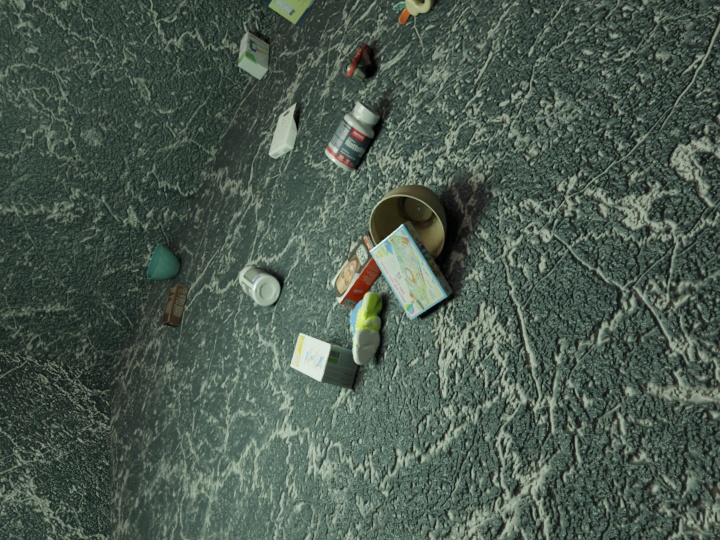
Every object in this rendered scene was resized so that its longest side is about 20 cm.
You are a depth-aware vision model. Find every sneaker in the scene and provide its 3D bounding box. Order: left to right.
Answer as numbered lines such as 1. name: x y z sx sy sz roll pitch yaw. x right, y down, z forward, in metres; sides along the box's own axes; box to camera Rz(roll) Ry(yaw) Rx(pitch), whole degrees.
1. sneaker: 0.011 -0.743 2.125 0.071 0.096 0.203 -51 12 45
2. sneaker: 0.009 0.164 1.623 0.105 0.074 0.206 -30 40 60

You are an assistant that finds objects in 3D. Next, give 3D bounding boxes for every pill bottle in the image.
1. pill bottle: -0.385 0.052 2.227 0.199 0.112 0.117 26 94 58
2. pill bottle: -0.022 -0.447 1.958 0.203 0.117 0.120 -57 34 19

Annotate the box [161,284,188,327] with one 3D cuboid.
1. box: -0.959 0.183 3.057 0.099 0.074 0.207 -14 59 52

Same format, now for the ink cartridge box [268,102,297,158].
1. ink cartridge box: -0.325 -0.608 2.579 0.159 0.049 0.206 -13 58 53

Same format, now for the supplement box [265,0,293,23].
1. supplement box: -0.327 -1.342 2.848 0.199 0.196 0.138 -35 45 40

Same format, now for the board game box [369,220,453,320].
1. board game box: 0.122 0.002 1.452 0.133 0.034 0.203 -35 85 40

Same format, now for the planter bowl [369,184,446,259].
1. planter bowl: 0.133 -0.134 1.503 0.199 0.200 0.136 -37 15 39

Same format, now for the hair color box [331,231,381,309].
1. hair color box: 0.000 0.000 1.725 0.202 0.060 0.103 -55 36 23

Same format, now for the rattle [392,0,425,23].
1. rattle: 0.198 -0.919 1.945 0.146 0.127 0.200 -64 4 -13

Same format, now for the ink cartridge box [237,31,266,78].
1. ink cartridge box: -0.569 -1.150 3.155 0.087 0.143 0.205 -34 45 39

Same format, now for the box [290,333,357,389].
1. box: -0.103 0.256 1.687 0.198 0.110 0.105 8 80 57

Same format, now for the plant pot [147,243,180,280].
1. plant pot: -1.089 -0.030 3.299 0.198 0.132 0.206 -33 46 42
